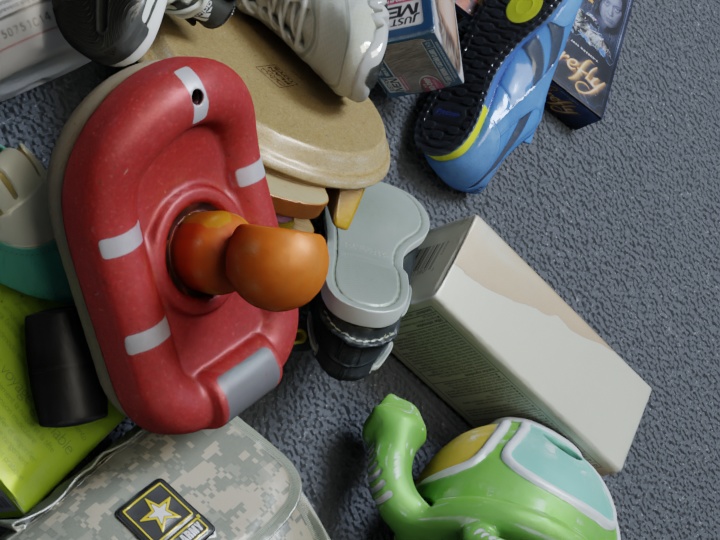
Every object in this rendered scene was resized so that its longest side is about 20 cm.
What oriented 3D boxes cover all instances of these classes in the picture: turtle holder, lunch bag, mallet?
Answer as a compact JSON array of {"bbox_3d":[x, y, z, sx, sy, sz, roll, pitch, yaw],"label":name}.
[{"bbox_3d":[0.084,0.168,0.915,0.185,0.141,0.132,14,47,7],"label":"turtle holder"},{"bbox_3d":[-0.099,0.186,0.763,0.164,0.118,0.200,-40,106,-39],"label":"lunch bag"},{"bbox_3d":[-0.104,0.057,0.792,0.200,0.041,0.066,5,79,-43],"label":"mallet"}]

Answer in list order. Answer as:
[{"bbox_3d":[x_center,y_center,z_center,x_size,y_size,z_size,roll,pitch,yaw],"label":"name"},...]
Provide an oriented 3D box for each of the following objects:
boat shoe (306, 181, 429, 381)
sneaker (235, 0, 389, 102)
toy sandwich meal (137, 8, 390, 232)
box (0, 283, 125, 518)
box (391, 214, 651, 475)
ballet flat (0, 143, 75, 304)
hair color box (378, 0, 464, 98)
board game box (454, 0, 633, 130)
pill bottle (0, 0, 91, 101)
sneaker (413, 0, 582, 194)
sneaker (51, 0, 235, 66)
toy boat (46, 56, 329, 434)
[{"bbox_3d":[0.000,0.000,0.894,0.076,0.060,0.200,19,28,2],"label":"boat shoe"},{"bbox_3d":[-0.041,-0.174,0.884,0.081,0.075,0.200,2,35,-27],"label":"sneaker"},{"bbox_3d":[-0.069,-0.093,0.864,0.205,0.070,0.205,26,27,-15],"label":"toy sandwich meal"},{"bbox_3d":[-0.170,0.033,0.795,0.200,0.048,0.122,-46,108,-36],"label":"box"},{"bbox_3d":[0.104,0.061,0.965,0.200,0.095,0.078,43,57,-22],"label":"box"},{"bbox_3d":[-0.215,-0.051,0.729,0.200,0.070,0.067,32,54,-4],"label":"ballet flat"},{"bbox_3d":[0.026,-0.235,0.960,0.100,0.060,0.200,38,45,-69],"label":"hair color box"},{"bbox_3d":[0.130,-0.223,1.088,0.200,0.035,0.136,32,62,-27],"label":"board game box"},{"bbox_3d":[-0.225,-0.203,0.768,0.114,0.114,0.200,-30,98,-37],"label":"pill bottle"},{"bbox_3d":[0.116,-0.150,1.020,0.078,0.066,0.200,39,80,-46],"label":"sneaker"},{"bbox_3d":[-0.103,-0.164,0.756,0.115,0.076,0.201,44,30,-40],"label":"sneaker"},{"bbox_3d":[-0.072,-0.011,0.699,0.130,0.131,0.200,-36,121,-43],"label":"toy boat"}]
